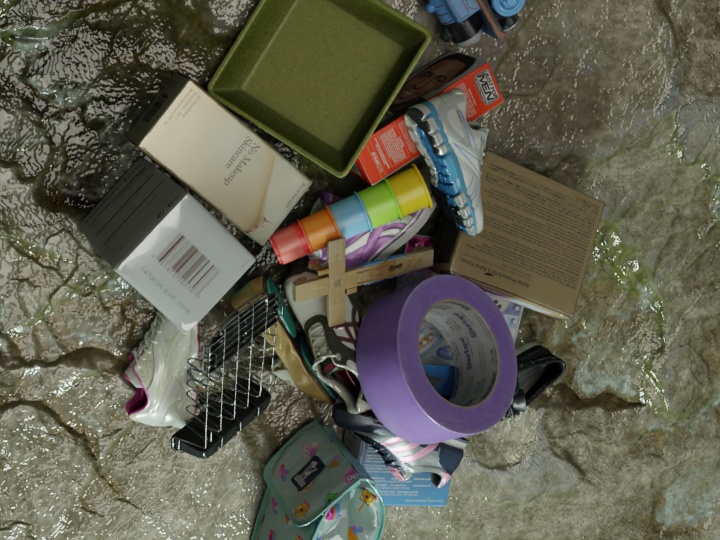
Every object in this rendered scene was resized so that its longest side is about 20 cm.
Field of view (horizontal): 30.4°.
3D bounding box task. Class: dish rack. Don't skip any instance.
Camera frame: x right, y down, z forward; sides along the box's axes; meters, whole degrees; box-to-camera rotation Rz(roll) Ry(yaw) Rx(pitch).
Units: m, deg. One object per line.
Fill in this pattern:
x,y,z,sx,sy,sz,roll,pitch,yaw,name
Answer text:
-0.156,0.119,1.589,0.153,0.054,0.201,-40,147,-47,dish rack

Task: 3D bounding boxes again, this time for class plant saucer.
-0.047,-0.240,1.564,0.199,0.048,0.200,33,91,8,plant saucer

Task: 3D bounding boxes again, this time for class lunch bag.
-0.054,0.312,1.694,0.121,0.170,0.201,9,106,-26,lunch bag

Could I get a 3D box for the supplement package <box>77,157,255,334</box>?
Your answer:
-0.224,-0.032,1.503,0.117,0.200,0.117,-47,117,-4,supplement package

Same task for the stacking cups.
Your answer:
-0.012,-0.060,1.608,0.199,0.061,0.061,-27,114,-4,stacking cups

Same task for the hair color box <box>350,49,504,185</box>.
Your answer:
0.065,-0.191,1.637,0.199,0.101,0.061,-33,118,-12,hair color box

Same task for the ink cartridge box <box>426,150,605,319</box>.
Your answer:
0.204,-0.046,1.735,0.199,0.075,0.166,21,84,-25,ink cartridge box

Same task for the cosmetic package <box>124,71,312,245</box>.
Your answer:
-0.167,-0.132,1.571,0.200,0.073,0.104,38,88,-27,cosmetic package

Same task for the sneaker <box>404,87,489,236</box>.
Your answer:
0.126,-0.130,1.595,0.086,0.075,0.201,-35,130,-17,sneaker

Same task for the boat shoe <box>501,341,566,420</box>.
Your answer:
0.203,0.163,1.778,0.199,0.066,0.075,-26,124,-39,boat shoe

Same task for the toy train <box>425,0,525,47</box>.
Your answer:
0.118,-0.364,1.622,0.114,0.087,0.200,-34,118,0,toy train

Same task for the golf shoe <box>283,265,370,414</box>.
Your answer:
-0.033,0.085,1.651,0.077,0.088,0.200,-35,94,32,golf shoe

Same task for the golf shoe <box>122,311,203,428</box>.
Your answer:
-0.240,0.099,1.609,0.091,0.075,0.201,0,104,-20,golf shoe

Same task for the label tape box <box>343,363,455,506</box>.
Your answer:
0.058,0.211,1.774,0.143,0.063,0.201,5,102,-24,label tape box

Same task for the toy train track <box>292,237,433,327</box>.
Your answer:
0.000,0.000,1.635,0.199,0.033,0.115,-14,120,-28,toy train track

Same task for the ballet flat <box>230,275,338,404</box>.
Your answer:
-0.098,0.096,1.682,0.063,0.069,0.201,-26,111,11,ballet flat

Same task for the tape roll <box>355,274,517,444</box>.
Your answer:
0.096,0.111,1.655,0.199,0.085,0.201,13,69,-36,tape roll

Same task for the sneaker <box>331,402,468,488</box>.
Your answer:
0.044,0.227,1.698,0.199,0.070,0.082,19,94,-24,sneaker

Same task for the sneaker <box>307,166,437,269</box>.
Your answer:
0.012,-0.078,1.666,0.201,0.073,0.114,-46,114,-5,sneaker

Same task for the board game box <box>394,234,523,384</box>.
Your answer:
0.134,0.061,1.784,0.199,0.026,0.201,7,102,-25,board game box
